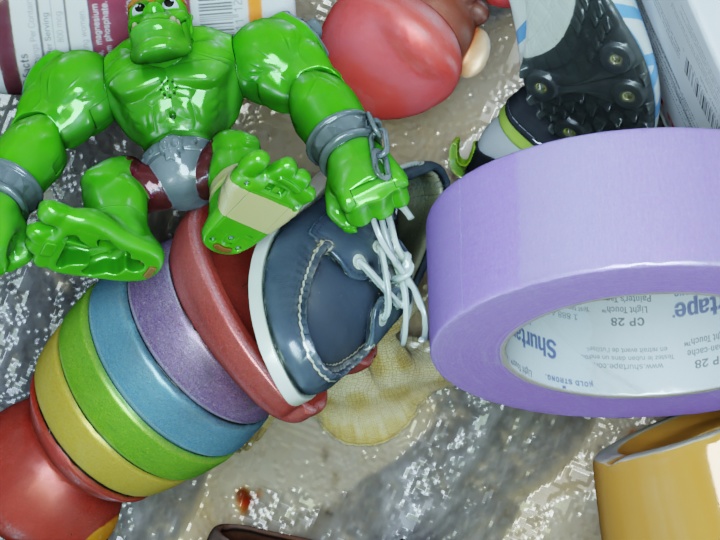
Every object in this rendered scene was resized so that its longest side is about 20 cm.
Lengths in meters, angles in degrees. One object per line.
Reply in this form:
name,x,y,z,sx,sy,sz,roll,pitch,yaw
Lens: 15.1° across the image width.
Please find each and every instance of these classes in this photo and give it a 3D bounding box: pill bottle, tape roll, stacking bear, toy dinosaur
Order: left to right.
pill bottle,-0.132,-0.143,1.301,0.199,0.114,0.115,-4,96,-2
stacking bear,-0.109,0.065,1.307,0.200,0.121,0.114,-39,90,25
toy dinosaur,0.011,0.041,1.365,0.199,0.058,0.102,-9,111,5
tape roll,0.129,0.005,1.223,0.199,0.200,0.066,1,69,-3

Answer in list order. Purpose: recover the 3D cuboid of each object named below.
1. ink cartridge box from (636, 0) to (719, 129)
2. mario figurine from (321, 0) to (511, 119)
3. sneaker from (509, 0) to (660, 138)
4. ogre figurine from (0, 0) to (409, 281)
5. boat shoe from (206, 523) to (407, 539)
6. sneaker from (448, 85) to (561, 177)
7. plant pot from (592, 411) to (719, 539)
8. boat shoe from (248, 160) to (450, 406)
ink cartridge box,0.181,-0.113,1.260,0.084,0.200,0.145,-22,75,-2
mario figurine,0.047,-0.160,1.341,0.123,0.106,0.200,34,81,30
sneaker,0.097,-0.143,1.268,0.072,0.073,0.201,-8,117,33
ogre figurine,-0.086,-0.059,1.223,0.199,0.120,0.098,-22,138,18
boat shoe,0.016,0.170,1.359,0.199,0.070,0.071,7,99,-3
sneaker,0.131,-0.011,1.361,0.200,0.072,0.083,41,113,-4
plant pot,0.200,0.156,1.307,0.199,0.200,0.184,-19,92,-1
boat shoe,0.000,0.000,1.255,0.061,0.200,0.075,-13,106,19
